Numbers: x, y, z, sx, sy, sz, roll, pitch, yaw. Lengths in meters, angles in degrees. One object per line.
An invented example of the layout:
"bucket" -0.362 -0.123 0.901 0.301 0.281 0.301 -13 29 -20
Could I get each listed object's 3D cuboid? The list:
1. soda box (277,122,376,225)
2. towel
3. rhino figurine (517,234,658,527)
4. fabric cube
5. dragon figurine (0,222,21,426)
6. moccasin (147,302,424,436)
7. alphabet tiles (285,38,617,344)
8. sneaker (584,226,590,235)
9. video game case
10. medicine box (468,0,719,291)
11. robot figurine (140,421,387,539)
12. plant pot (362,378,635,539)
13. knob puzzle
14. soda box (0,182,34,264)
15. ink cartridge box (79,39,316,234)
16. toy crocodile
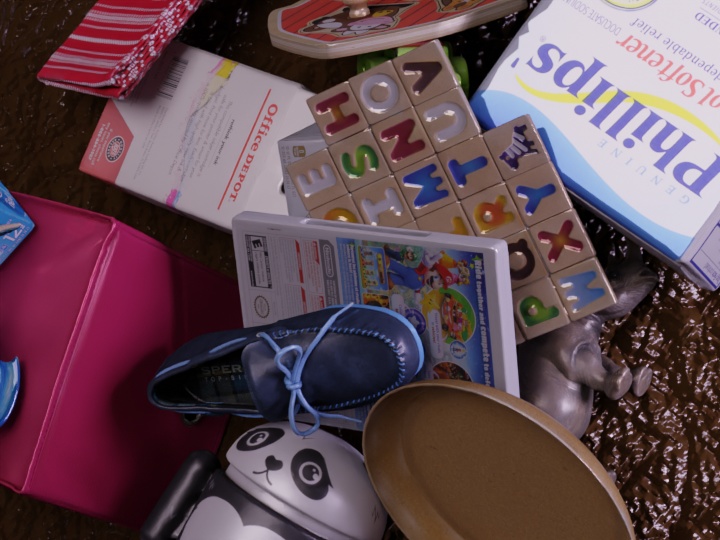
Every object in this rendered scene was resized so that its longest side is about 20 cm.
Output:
"soda box" 0.000 0.000 1.625 0.064 0.068 0.200 -1 105 29
"towel" -0.151 -0.213 1.792 0.200 0.022 0.145 -53 29 -13
"rhino figurine" 0.140 0.065 1.585 0.087 0.060 0.200 15 79 27
"fabric cube" -0.220 0.059 1.704 0.200 0.199 0.197 16 83 31
"dragon figurine" -0.262 0.070 1.572 0.059 0.099 0.200 2 57 31
"moccasin" -0.051 0.073 1.571 0.200 0.068 0.081 -14 102 37
"alphabet tiles" 0.050 -0.039 1.550 0.167 0.008 0.200 -23 97 25
"sneaker" 0.076 -0.069 1.656 0.200 0.075 0.087 24 78 29
"video game case" 0.010 0.039 1.572 0.200 0.018 0.144 7 114 31
"medicine box" 0.202 -0.122 1.560 0.182 0.103 0.200 36 91 22
"robot figurine" -0.065 0.198 1.618 0.200 0.150 0.125 -60 13 1
"plant pot" 0.091 0.141 1.533 0.200 0.200 0.027 15 47 31
"knob puzzle" 0.022 -0.187 1.655 0.219 0.220 0.031 0 111 29
"soda box" -0.315 0.013 1.616 0.200 0.064 0.068 -47 59 9
"ink cartridge box" -0.093 -0.088 1.755 0.200 0.067 0.117 22 87 34
"toy crocodile" 0.034 -0.143 1.651 0.067 0.200 0.062 -1 103 -5
